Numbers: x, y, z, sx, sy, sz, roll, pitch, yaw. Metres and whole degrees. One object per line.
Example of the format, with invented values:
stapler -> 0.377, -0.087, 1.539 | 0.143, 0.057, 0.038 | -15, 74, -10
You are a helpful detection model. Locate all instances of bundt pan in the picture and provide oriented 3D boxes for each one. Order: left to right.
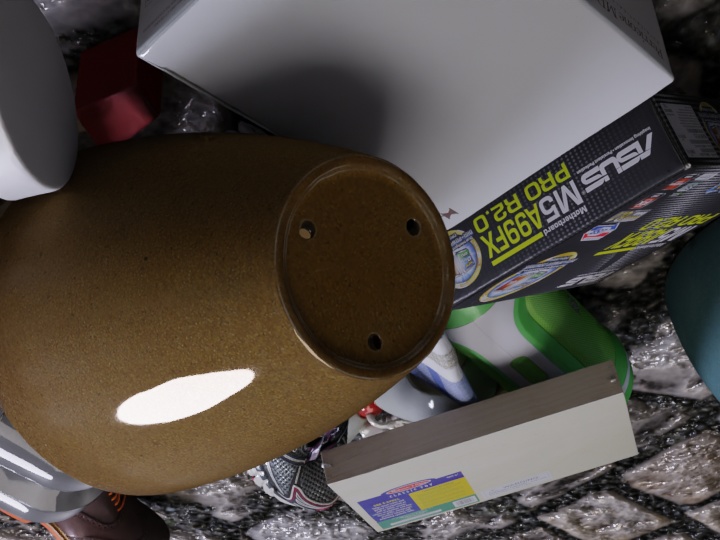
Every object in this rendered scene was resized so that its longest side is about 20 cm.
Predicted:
bundt pan -> -0.151, 0.064, 0.736 | 0.076, 0.202, 0.202 | 35, 134, -6

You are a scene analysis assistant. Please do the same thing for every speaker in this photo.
speaker -> 0.112, 0.040, 0.854 | 0.088, 0.089, 0.200 | -24, 139, 26

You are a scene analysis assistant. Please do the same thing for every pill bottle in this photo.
pill bottle -> -0.243, -0.065, 0.582 | 0.199, 0.116, 0.116 | -11, 143, 8

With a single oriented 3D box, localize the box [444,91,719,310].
box -> 0.148, -0.038, 0.712 | 0.160, 0.044, 0.200 | -33, 165, 32

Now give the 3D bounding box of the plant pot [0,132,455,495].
plant pot -> -0.055, 0.009, 0.581 | 0.186, 0.187, 0.200 | 23, 159, -31

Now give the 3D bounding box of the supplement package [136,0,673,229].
supplement package -> 0.021, -0.134, 0.595 | 0.200, 0.111, 0.156 | 28, 134, -35

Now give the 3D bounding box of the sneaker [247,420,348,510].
sneaker -> -0.035, 0.090, 0.831 | 0.075, 0.081, 0.201 | 28, 139, 34

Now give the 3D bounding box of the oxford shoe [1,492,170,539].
oxford shoe -> -0.225, 0.196, 1.057 | 0.072, 0.071, 0.200 | -30, 136, 24

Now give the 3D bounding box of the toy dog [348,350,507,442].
toy dog -> 0.037, 0.114, 0.942 | 0.131, 0.097, 0.200 | 14, 140, -21

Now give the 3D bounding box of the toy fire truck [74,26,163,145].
toy fire truck -> -0.223, -0.100, 0.673 | 0.199, 0.049, 0.141 | -21, 140, 21

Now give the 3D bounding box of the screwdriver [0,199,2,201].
screwdriver -> -0.171, -0.051, 0.753 | 0.199, 0.029, 0.028 | 4, 143, 1

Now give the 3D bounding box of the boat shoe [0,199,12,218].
boat shoe -> -0.189, 0.005, 0.671 | 0.063, 0.201, 0.073 | 37, 114, 10

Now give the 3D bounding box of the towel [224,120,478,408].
towel -> 0.000, 0.000, 0.772 | 0.024, 0.147, 0.200 | -46, 142, -14

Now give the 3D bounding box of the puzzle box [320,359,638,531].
puzzle box -> 0.084, 0.123, 0.844 | 0.199, 0.026, 0.133 | -18, 152, 7

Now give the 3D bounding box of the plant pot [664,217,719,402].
plant pot -> 0.319, 0.053, 0.850 | 0.199, 0.135, 0.200 | -2, 143, -1
